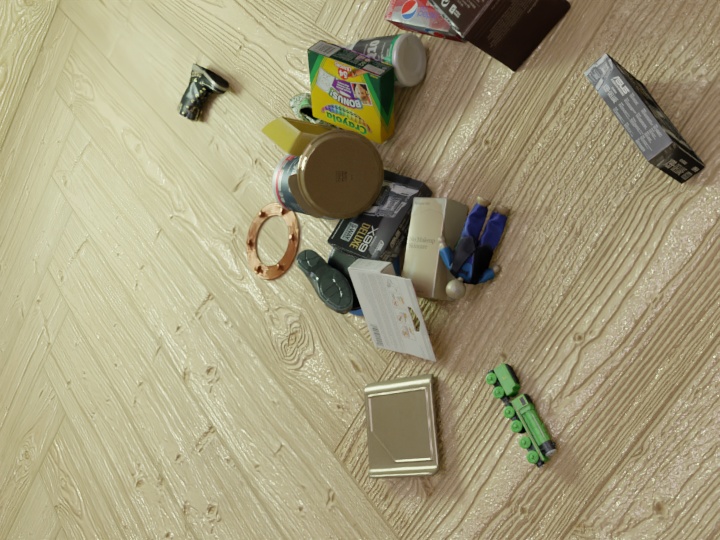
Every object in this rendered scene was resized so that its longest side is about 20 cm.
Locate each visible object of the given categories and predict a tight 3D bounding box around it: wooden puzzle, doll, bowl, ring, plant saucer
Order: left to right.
[{"bbox_3d":[-0.230,-0.077,1.915,0.199,0.019,0.203,-10,75,41],"label":"ring"},{"bbox_3d":[-0.100,-0.295,1.685,0.200,0.198,0.049,45,125,54],"label":"plant saucer"},{"bbox_3d":[0.000,0.000,1.679,0.199,0.039,0.203,-9,77,41],"label":"bowl"},{"bbox_3d":[0.086,0.324,1.549,0.184,0.037,0.202,-16,68,40],"label":"wooden puzzle"},{"bbox_3d":[0.214,-0.039,1.454,0.135,0.048,0.202,22,90,2],"label":"doll"}]

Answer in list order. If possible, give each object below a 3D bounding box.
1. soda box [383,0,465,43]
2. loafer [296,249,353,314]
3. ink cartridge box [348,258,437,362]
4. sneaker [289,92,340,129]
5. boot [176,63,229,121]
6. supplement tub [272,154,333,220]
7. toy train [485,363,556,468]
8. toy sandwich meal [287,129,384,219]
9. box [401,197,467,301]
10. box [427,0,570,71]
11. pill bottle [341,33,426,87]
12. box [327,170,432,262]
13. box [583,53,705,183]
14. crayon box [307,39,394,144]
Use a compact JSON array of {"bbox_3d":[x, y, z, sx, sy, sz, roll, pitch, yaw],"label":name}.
[{"bbox_3d":[0.148,-0.550,1.626,0.199,0.070,0.064,29,102,41],"label":"soda box"},{"bbox_3d":[-0.074,0.032,1.685,0.071,0.063,0.200,-30,54,-14],"label":"loafer"},{"bbox_3d":[0.075,0.079,1.518,0.175,0.045,0.202,9,128,43],"label":"ink cartridge box"},{"bbox_3d":[-0.123,-0.394,1.828,0.199,0.088,0.078,34,105,41],"label":"sneaker"},{"bbox_3d":[-0.459,-0.502,2.161,0.200,0.073,0.152,40,108,43],"label":"boot"},{"bbox_3d":[-0.096,-0.194,1.733,0.199,0.140,0.142,16,93,42],"label":"supplement tub"},{"bbox_3d":[0.294,0.261,1.368,0.056,0.042,0.201,-37,59,19],"label":"toy train"},{"bbox_3d":[-0.048,-0.199,1.582,0.070,0.203,0.207,-120,52,-73],"label":"toy sandwich meal"},{"bbox_3d":[0.149,-0.043,1.526,0.094,0.077,0.203,4,85,43],"label":"box"},{"bbox_3d":[0.258,-0.521,1.434,0.164,0.199,0.167,-49,54,24],"label":"box"},{"bbox_3d":[0.040,-0.464,1.679,0.199,0.112,0.115,8,87,43],"label":"pill bottle"},{"bbox_3d":[0.041,-0.113,1.609,0.157,0.050,0.201,24,80,41],"label":"box"},{"bbox_3d":[0.465,-0.248,1.228,0.050,0.157,0.201,-41,57,29],"label":"box"},{"bbox_3d":[-0.021,-0.395,1.662,0.199,0.058,0.174,27,142,26],"label":"crayon box"}]
